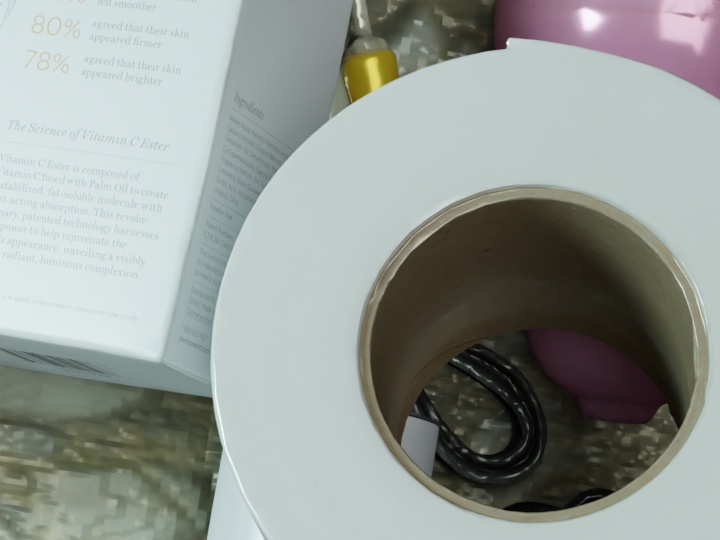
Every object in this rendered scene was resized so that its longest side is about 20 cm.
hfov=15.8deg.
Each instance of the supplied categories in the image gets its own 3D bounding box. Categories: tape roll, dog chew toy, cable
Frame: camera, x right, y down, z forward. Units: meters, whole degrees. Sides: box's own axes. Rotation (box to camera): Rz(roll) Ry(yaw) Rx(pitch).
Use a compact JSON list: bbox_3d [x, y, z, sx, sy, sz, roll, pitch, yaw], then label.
[{"bbox_3d":[0.058,0.046,0.850,0.202,0.139,0.204,-2,70,5],"label":"tape roll"},{"bbox_3d":[0.108,-0.042,0.994,0.124,0.125,0.201,5,91,-15],"label":"dog chew toy"},{"bbox_3d":[0.000,0.000,0.990,0.097,0.050,0.201,-26,90,-14],"label":"cable"}]

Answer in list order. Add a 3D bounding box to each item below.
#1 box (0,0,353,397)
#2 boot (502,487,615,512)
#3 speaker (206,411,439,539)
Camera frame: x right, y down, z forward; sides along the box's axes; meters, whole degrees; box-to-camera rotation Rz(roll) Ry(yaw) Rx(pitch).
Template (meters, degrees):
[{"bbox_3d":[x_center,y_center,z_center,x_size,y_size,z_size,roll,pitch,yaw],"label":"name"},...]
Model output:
[{"bbox_3d":[-0.084,-0.064,0.924,0.124,0.097,0.201,9,81,22],"label":"box"},{"bbox_3d":[0.137,0.149,0.970,0.200,0.131,0.068,32,78,-10],"label":"boot"},{"bbox_3d":[-0.025,0.148,0.953,0.081,0.081,0.201,11,82,-14],"label":"speaker"}]
